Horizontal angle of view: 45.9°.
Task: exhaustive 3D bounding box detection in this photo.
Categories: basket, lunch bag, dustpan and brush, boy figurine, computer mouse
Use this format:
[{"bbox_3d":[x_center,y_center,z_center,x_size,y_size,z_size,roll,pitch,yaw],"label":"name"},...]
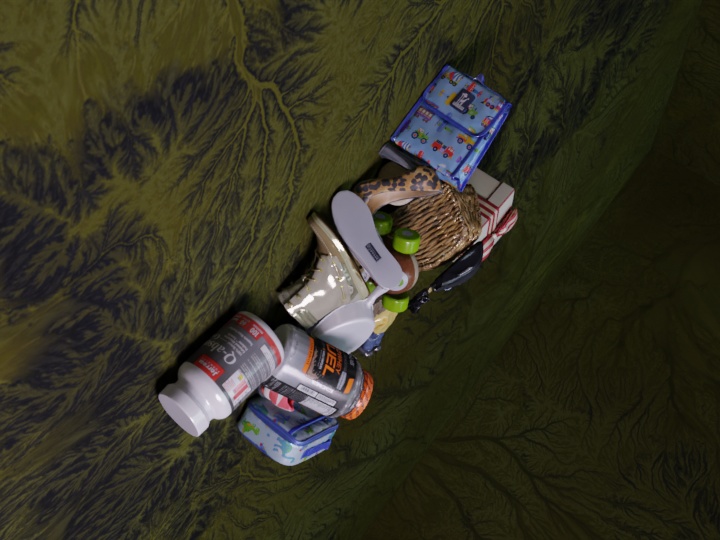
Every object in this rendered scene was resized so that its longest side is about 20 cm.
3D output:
[{"bbox_3d":[0.155,-0.079,1.759,0.198,0.144,0.148,-27,172,27],"label":"basket"},{"bbox_3d":[0.179,-0.280,1.605,0.201,0.150,0.094,-56,159,0],"label":"lunch bag"},{"bbox_3d":[-0.001,0.082,1.631,0.199,0.058,0.139,-35,148,21],"label":"dustpan and brush"},{"bbox_3d":[0.044,0.110,2.009,0.124,0.064,0.202,-29,146,-50],"label":"boy figurine"},{"bbox_3d":[0.177,0.025,1.731,0.200,0.046,0.140,-41,178,-19],"label":"computer mouse"},{"bbox_3d":[-0.144,0.320,1.764,0.083,0.160,0.199,-61,158,16],"label":"lunch bag"}]

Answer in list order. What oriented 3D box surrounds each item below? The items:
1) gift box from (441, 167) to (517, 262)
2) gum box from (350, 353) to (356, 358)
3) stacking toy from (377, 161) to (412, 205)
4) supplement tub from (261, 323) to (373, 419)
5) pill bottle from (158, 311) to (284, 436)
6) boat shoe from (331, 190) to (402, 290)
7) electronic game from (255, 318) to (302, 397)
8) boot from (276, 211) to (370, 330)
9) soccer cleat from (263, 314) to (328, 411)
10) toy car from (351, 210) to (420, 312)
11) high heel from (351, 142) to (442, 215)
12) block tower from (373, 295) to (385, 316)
[{"bbox_3d":[0.250,-0.119,1.951,0.185,0.186,0.201,-49,157,-16],"label":"gift box"},{"bbox_3d":[-0.072,0.216,1.855,0.114,0.066,0.200,-54,172,-4],"label":"gum box"},{"bbox_3d":[0.104,-0.184,1.705,0.086,0.085,0.200,-63,165,20],"label":"stacking toy"},{"bbox_3d":[-0.082,0.192,1.565,0.122,0.199,0.123,-44,-151,33],"label":"supplement tub"},{"bbox_3d":[-0.231,0.172,1.414,0.200,0.115,0.117,-45,157,-29],"label":"pill bottle"},{"bbox_3d":[0.008,-0.054,1.555,0.072,0.201,0.066,-38,-172,-11],"label":"boat shoe"},{"bbox_3d":[-0.141,0.171,1.717,0.200,0.041,0.201,-46,158,-25],"label":"electronic game"},{"bbox_3d":[-0.086,0.005,1.532,0.153,0.072,0.201,-29,124,2],"label":"boot"},{"bbox_3d":[-0.108,0.178,1.654,0.201,0.073,0.068,-55,151,-6],"label":"soccer cleat"},{"bbox_3d":[0.000,0.000,1.652,0.198,0.157,0.166,-19,130,-40],"label":"toy car"},{"bbox_3d":[0.055,-0.120,1.578,0.202,0.142,0.071,-59,159,7],"label":"high heel"},{"bbox_3d":[-0.011,0.091,1.870,0.199,0.054,0.058,-29,146,-50],"label":"block tower"}]
